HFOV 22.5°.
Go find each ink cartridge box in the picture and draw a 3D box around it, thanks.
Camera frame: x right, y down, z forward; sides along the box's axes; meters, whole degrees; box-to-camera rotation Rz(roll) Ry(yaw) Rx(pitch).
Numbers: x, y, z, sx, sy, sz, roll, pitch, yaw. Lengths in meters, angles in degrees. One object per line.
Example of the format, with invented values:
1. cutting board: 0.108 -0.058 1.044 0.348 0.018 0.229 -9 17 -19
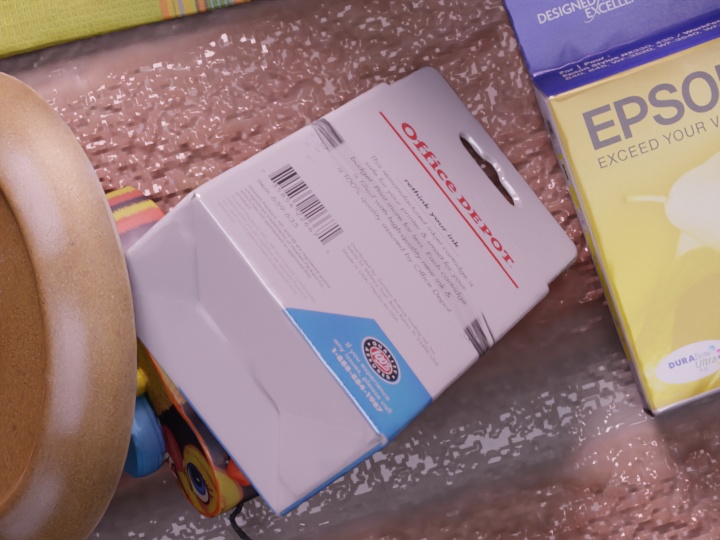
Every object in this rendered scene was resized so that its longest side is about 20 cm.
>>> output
1. ink cartridge box: 0.000 0.000 0.739 0.067 0.200 0.116 -40 88 34
2. ink cartridge box: 0.184 -0.065 0.788 0.196 0.047 0.201 -20 94 0

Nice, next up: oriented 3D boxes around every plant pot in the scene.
1. plant pot: -0.158 0.021 0.724 0.027 0.199 0.202 -7 93 -43

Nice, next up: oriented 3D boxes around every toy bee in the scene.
1. toy bee: -0.059 0.054 0.753 0.200 0.109 0.131 48 67 -10

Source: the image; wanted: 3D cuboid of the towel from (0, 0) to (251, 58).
1. towel: -0.120 -0.145 0.793 0.199 0.018 0.087 -13 91 0
